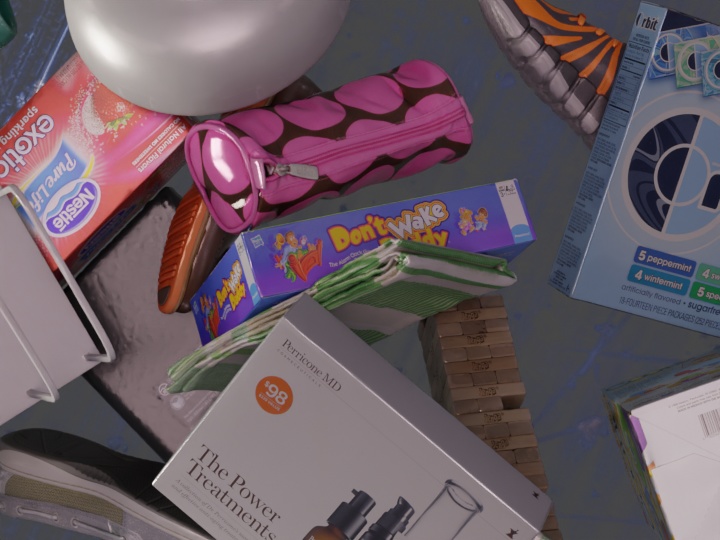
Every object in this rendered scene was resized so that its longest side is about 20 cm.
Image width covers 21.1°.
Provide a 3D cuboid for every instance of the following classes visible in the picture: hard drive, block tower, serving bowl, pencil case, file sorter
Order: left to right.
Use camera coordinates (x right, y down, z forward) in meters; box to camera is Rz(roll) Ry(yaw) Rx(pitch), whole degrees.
[{"bbox_3d":[-0.272,0.050,1.222,0.199,0.124,0.139,-32,98,-17],"label":"file sorter"},{"bbox_3d":[-0.117,0.059,1.380,0.140,0.033,0.200,-45,88,3],"label":"hard drive"},{"bbox_3d":[-0.106,-0.205,1.277,0.198,0.066,0.202,-3,64,7],"label":"serving bowl"},{"bbox_3d":[-0.015,-0.084,1.299,0.199,0.093,0.091,-22,92,-33],"label":"pencil case"},{"bbox_3d":[0.085,0.108,1.304,0.053,0.058,0.201,-4,56,-12],"label":"block tower"}]

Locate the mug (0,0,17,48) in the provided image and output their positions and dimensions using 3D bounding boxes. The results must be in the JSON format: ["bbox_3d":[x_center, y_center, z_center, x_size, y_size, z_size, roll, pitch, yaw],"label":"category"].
[{"bbox_3d":[-0.303,-0.248,1.347,0.151,0.114,0.187,6,91,3],"label":"mug"}]

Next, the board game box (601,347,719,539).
[{"bbox_3d":[0.231,0.117,1.276,0.104,0.200,0.104,-19,90,2],"label":"board game box"}]

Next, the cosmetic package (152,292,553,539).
[{"bbox_3d":[-0.006,0.136,1.179,0.200,0.052,0.151,39,112,1],"label":"cosmetic package"}]

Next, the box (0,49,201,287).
[{"bbox_3d":[-0.210,-0.062,1.352,0.200,0.095,0.100,-44,89,3],"label":"box"}]

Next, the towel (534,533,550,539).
[{"bbox_3d":[0.020,0.189,1.235,0.199,0.023,0.153,33,113,6],"label":"towel"}]

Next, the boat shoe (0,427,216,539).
[{"bbox_3d":[-0.171,0.169,1.349,0.201,0.074,0.065,17,106,23],"label":"boat shoe"}]

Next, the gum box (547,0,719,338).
[{"bbox_3d":[0.237,-0.061,1.311,0.169,0.045,0.202,14,100,-21],"label":"gum box"}]

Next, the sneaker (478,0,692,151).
[{"bbox_3d":[0.178,-0.152,1.348,0.112,0.078,0.200,-44,99,-1],"label":"sneaker"}]

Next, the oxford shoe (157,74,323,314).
[{"bbox_3d":[-0.079,-0.052,1.343,0.073,0.071,0.201,29,76,-17],"label":"oxford shoe"}]

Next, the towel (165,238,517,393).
[{"bbox_3d":[-0.012,0.035,1.248,0.199,0.152,0.024,-29,71,28],"label":"towel"}]

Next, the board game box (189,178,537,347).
[{"bbox_3d":[0.000,0.000,1.282,0.198,0.134,0.045,-12,75,-24],"label":"board game box"}]
